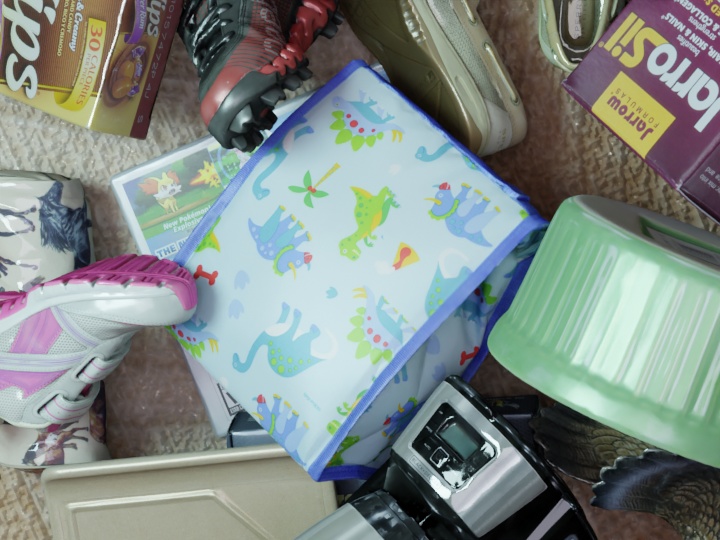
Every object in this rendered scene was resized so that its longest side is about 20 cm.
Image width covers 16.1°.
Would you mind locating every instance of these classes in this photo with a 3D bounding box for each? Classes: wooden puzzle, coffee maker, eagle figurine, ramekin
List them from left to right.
[{"bbox_3d":[-0.094,0.203,1.588,0.184,0.037,0.201,-6,107,11],"label":"wooden puzzle"},{"bbox_3d":[0.028,0.176,1.493,0.200,0.192,0.135,-41,79,-7],"label":"coffee maker"},{"bbox_3d":[0.180,0.033,1.434,0.199,0.200,0.098,21,100,3],"label":"ramekin"},{"bbox_3d":[0.210,0.150,1.520,0.151,0.151,0.201,-25,108,34],"label":"eagle figurine"}]

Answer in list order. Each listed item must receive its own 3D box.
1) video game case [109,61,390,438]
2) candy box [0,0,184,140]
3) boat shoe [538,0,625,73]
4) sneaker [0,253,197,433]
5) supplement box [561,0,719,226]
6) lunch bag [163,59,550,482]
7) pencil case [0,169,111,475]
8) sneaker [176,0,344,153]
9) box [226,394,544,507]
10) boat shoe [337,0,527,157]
[{"bbox_3d":[-0.035,-0.013,1.616,0.199,0.022,0.183,-22,93,8],"label":"video game case"},{"bbox_3d":[-0.199,-0.165,1.551,0.199,0.056,0.117,22,99,35],"label":"candy box"},{"bbox_3d":[0.135,-0.222,1.555,0.073,0.063,0.202,4,96,5],"label":"boat shoe"},{"bbox_3d":[-0.177,0.048,1.520,0.199,0.081,0.089,-16,94,30],"label":"sneaker"},{"bbox_3d":[0.240,-0.136,1.507,0.200,0.103,0.131,-51,46,8],"label":"supplement box"},{"bbox_3d":[0.000,0.000,1.519,0.170,0.127,0.201,42,107,25],"label":"lunch bag"},{"bbox_3d":[-0.208,0.030,1.609,0.089,0.078,0.202,-1,96,34],"label":"pencil case"},{"bbox_3d":[-0.074,-0.137,1.515,0.098,0.201,0.071,37,116,-8],"label":"sneaker"},{"bbox_3d":[0.021,0.164,1.605,0.198,0.051,0.159,-3,103,5],"label":"box"},{"bbox_3d":[0.040,-0.161,1.574,0.072,0.065,0.201,-40,72,51],"label":"boat shoe"}]
